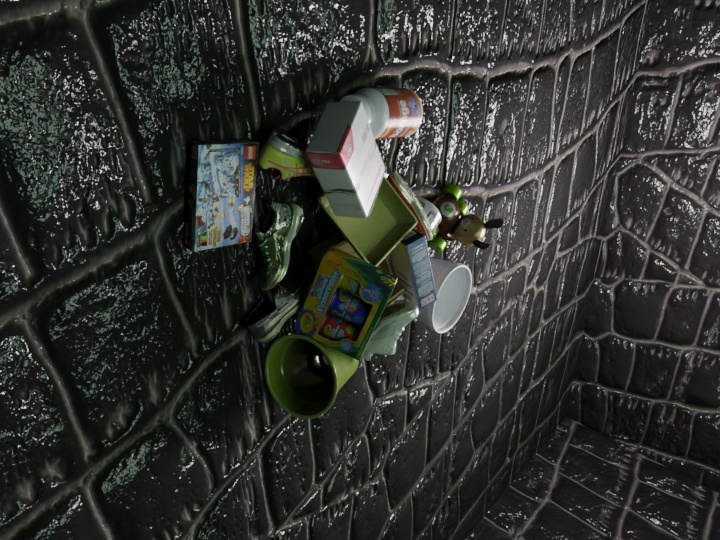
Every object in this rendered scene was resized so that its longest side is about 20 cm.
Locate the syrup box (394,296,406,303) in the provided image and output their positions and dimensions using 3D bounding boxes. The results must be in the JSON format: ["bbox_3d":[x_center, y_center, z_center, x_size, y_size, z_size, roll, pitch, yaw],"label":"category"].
[{"bbox_3d":[0.096,0.041,1.695,0.199,0.081,0.079,0,110,-51],"label":"syrup box"}]

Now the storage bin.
[{"bbox_3d":[0.000,0.000,1.478,0.198,0.093,0.201,-35,111,-36],"label":"storage bin"}]

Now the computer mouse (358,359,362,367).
[{"bbox_3d":[0.035,0.176,1.715,0.200,0.053,0.139,-45,139,-27],"label":"computer mouse"}]

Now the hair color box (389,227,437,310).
[{"bbox_3d":[0.126,-0.011,1.522,0.060,0.100,0.201,-27,128,-18],"label":"hair color box"}]

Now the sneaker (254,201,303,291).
[{"bbox_3d":[-0.193,-0.058,1.286,0.088,0.077,0.201,16,91,-41],"label":"sneaker"}]

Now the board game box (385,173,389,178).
[{"bbox_3d":[0.000,-0.203,1.485,0.199,0.019,0.104,8,101,-54],"label":"board game box"}]

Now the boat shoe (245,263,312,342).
[{"bbox_3d":[-0.180,0.065,1.356,0.201,0.074,0.073,-57,144,-15],"label":"boat shoe"}]

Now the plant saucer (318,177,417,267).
[{"bbox_3d":[0.010,-0.129,1.407,0.200,0.048,0.200,51,54,-10],"label":"plant saucer"}]

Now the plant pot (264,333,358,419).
[{"bbox_3d":[-0.095,0.228,1.483,0.190,0.199,0.201,-19,124,-60],"label":"plant pot"}]

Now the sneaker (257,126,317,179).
[{"bbox_3d":[-0.143,-0.222,1.255,0.090,0.078,0.200,-45,153,14],"label":"sneaker"}]

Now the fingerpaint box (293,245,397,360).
[{"bbox_3d":[-0.034,0.074,1.356,0.201,0.166,0.073,-65,178,27],"label":"fingerpaint box"}]

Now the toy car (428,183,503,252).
[{"bbox_3d":[0.301,-0.129,1.761,0.165,0.199,0.158,-56,144,-14],"label":"toy car"}]

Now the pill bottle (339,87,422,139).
[{"bbox_3d":[0.042,-0.351,1.376,0.199,0.112,0.113,-19,123,-46],"label":"pill bottle"}]

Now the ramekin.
[{"bbox_3d":[0.213,0.062,1.700,0.200,0.105,0.201,-32,134,-41],"label":"ramekin"}]

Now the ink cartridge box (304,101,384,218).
[{"bbox_3d":[-0.025,-0.226,1.271,0.200,0.084,0.146,62,41,-51],"label":"ink cartridge box"}]

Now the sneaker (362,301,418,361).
[{"bbox_3d":[0.068,0.149,1.468,0.100,0.199,0.078,52,27,-11],"label":"sneaker"}]

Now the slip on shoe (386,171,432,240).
[{"bbox_3d":[0.119,-0.155,1.542,0.061,0.074,0.200,-32,109,18],"label":"slip on shoe"}]

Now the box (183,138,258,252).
[{"bbox_3d":[-0.263,-0.144,1.158,0.136,0.040,0.201,-14,120,-47],"label":"box"}]

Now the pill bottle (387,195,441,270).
[{"bbox_3d":[0.119,-0.090,1.625,0.200,0.111,0.111,-54,143,-17],"label":"pill bottle"}]
